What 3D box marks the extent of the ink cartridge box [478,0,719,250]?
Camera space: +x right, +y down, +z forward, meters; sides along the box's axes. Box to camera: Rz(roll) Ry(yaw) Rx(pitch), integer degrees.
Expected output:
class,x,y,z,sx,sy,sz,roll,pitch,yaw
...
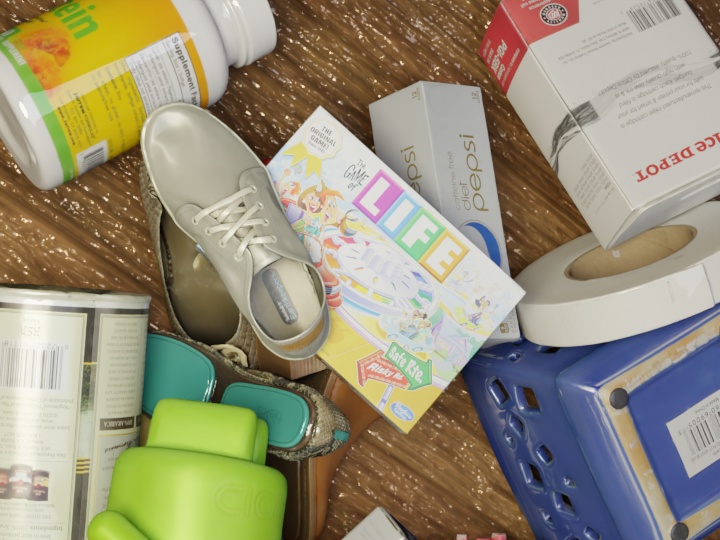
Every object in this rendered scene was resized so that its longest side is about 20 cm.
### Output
class,x,y,z,sx,sy,sz,roll,pitch,yaw
ink cartridge box,0.208,-0.137,1.261,0.146,0.083,0.201,-24,73,-19

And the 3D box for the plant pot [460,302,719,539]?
class,x,y,z,sx,sy,sz,roll,pitch,yaw
plant pot,0.225,0.114,1.266,0.199,0.180,0.201,-28,101,-19

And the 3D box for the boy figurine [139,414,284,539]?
class,x,y,z,sx,sy,sz,roll,pitch,yaw
boy figurine,-0.100,0.184,1.171,0.200,0.124,0.064,43,90,-1

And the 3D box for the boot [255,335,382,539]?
class,x,y,z,sx,sy,sz,roll,pitch,yaw
boot,-0.006,0.106,1.238,0.155,0.076,0.201,-14,105,-37

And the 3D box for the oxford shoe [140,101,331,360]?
class,x,y,z,sx,sy,sz,roll,pitch,yaw
oxford shoe,-0.081,-0.029,1.088,0.075,0.058,0.201,-31,89,-6

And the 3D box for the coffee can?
class,x,y,z,sx,sy,sz,roll,pitch,yaw
coffee can,-0.222,0.112,1.100,0.145,0.146,0.202,4,90,-22

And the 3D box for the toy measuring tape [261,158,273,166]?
class,x,y,z,sx,sy,sz,roll,pitch,yaw
toy measuring tape,-0.023,-0.047,1.218,0.199,0.073,0.074,5,90,-22

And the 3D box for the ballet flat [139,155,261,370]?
class,x,y,z,sx,sy,sz,roll,pitch,yaw
ballet flat,-0.120,0.000,1.172,0.067,0.046,0.201,-10,108,6

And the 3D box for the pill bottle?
class,x,y,z,sx,sy,sz,roll,pitch,yaw
pill bottle,-0.164,-0.149,1.134,0.199,0.111,0.112,-30,102,-19

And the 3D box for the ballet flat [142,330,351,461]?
class,x,y,z,sx,sy,sz,roll,pitch,yaw
ballet flat,-0.091,0.095,1.148,0.075,0.199,0.068,25,82,-56

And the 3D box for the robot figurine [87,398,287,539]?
class,x,y,z,sx,sy,sz,roll,pitch,yaw
robot figurine,-0.111,0.187,1.035,0.115,0.176,0.201,7,78,7

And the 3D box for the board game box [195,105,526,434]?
class,x,y,z,sx,sy,sz,roll,pitch,yaw
board game box,0.000,0.000,1.141,0.200,0.034,0.135,41,83,-3

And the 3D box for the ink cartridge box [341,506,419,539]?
class,x,y,z,sx,sy,sz,roll,pitch,yaw
ink cartridge box,-0.004,0.287,1.155,0.200,0.047,0.198,-43,135,0

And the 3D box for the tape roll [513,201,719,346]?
class,x,y,z,sx,sy,sz,roll,pitch,yaw
tape roll,0.213,0.001,1.231,0.202,0.203,0.037,-25,104,-20

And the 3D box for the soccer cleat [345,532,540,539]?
class,x,y,z,sx,sy,sz,roll,pitch,yaw
soccer cleat,0.075,0.247,1.259,0.199,0.067,0.077,3,87,-10

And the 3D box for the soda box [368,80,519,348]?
class,x,y,z,sx,sy,sz,roll,pitch,yaw
soda box,0.063,-0.039,1.224,0.068,0.063,0.201,1,76,-42
